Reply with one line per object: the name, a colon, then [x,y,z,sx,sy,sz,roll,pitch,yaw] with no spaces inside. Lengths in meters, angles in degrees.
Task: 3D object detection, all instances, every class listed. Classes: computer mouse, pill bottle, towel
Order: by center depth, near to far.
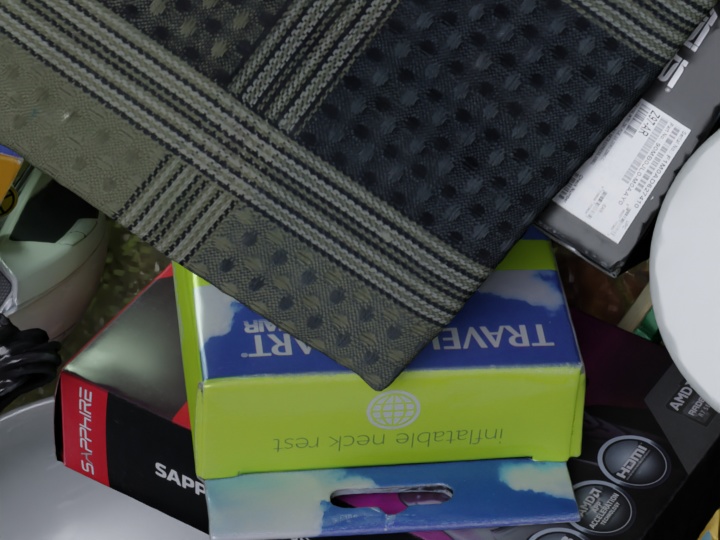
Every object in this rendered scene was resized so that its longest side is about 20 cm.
towel: [-0.012,-0.089,0.814,0.200,0.035,0.193,35,105,-17]
pill bottle: [0.153,0.000,0.862,0.114,0.200,0.114,0,90,18]
computer mouse: [-0.120,0.018,0.998,0.044,0.200,0.110,32,118,-9]

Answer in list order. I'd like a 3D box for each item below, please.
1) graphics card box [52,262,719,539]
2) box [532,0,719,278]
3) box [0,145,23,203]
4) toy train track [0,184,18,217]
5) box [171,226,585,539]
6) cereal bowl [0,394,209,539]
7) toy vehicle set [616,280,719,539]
graphics card box: [0.014,0.051,0.952,0.200,0.125,0.051,25,135,21]
box: [0.127,-0.097,0.918,0.043,0.160,0.200,34,100,9]
box: [-0.175,-0.018,0.969,0.200,0.041,0.119,-55,40,25]
toy train track: [-0.128,-0.053,0.976,0.200,0.032,0.115,-62,37,23]
box: [0.000,0.000,0.936,0.122,0.200,0.048,-3,130,-7]
cereal bowl: [-0.079,0.145,1.024,0.200,0.083,0.201,-3,81,16]
toy vehicle set: [0.147,0.044,0.984,0.124,0.027,0.200,37,101,15]
